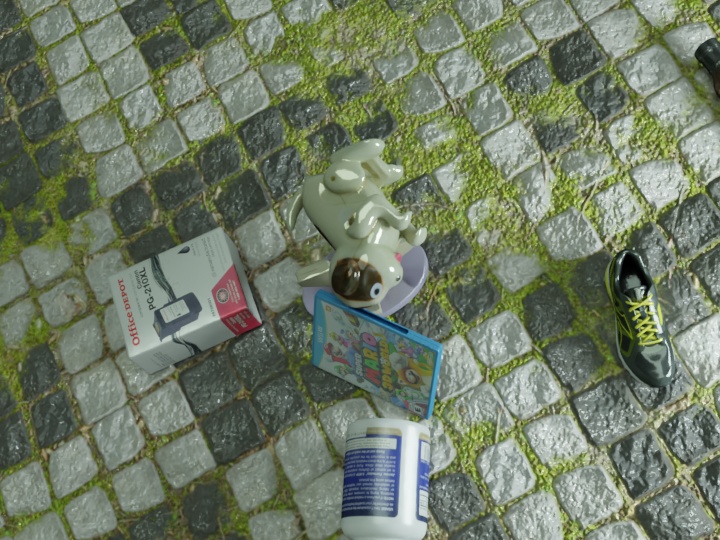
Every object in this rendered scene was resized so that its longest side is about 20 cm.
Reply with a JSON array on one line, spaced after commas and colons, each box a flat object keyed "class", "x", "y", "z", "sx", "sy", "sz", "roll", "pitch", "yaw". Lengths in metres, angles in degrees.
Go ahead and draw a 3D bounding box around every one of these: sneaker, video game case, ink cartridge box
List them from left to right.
[{"class": "ink cartridge box", "x": -0.271, "y": 0.047, "z": 1.602, "sx": 0.197, "sy": 0.084, "sz": 0.147, "roll": -23, "pitch": 66, "yaw": 3}, {"class": "video game case", "x": 0.019, "y": 0.120, "z": 1.487, "sx": 0.198, "sy": 0.145, "sz": 0.018, "roll": 24, "pitch": 46, "yaw": 20}, {"class": "sneaker", "x": 0.383, "y": 0.063, "z": 1.453, "sx": 0.073, "sy": 0.085, "sz": 0.203, "roll": -17, "pitch": 67, "yaw": 6}]

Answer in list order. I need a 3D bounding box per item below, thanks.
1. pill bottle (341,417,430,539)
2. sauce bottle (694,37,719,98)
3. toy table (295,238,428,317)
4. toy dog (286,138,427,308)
[{"class": "pill bottle", "x": 0.033, "y": 0.312, "z": 1.419, "sx": 0.117, "sy": 0.120, "sz": 0.204, "roll": 0, "pitch": 70, "yaw": 12}, {"class": "sauce bottle", "x": 0.568, "y": -0.259, "z": 1.543, "sx": 0.064, "sy": 0.065, "sz": 0.202, "roll": -28, "pitch": 67, "yaw": 1}, {"class": "toy table", "x": 0.000, "y": 0.000, "z": 1.544, "sx": 0.198, "sy": 0.117, "sz": 0.185, "roll": -31, "pitch": 67, "yaw": -2}, {"class": "toy dog", "x": -0.007, "y": -0.051, "z": 1.429, "sx": 0.191, "sy": 0.140, "sz": 0.203, "roll": -15, "pitch": 70, "yaw": 5}]
